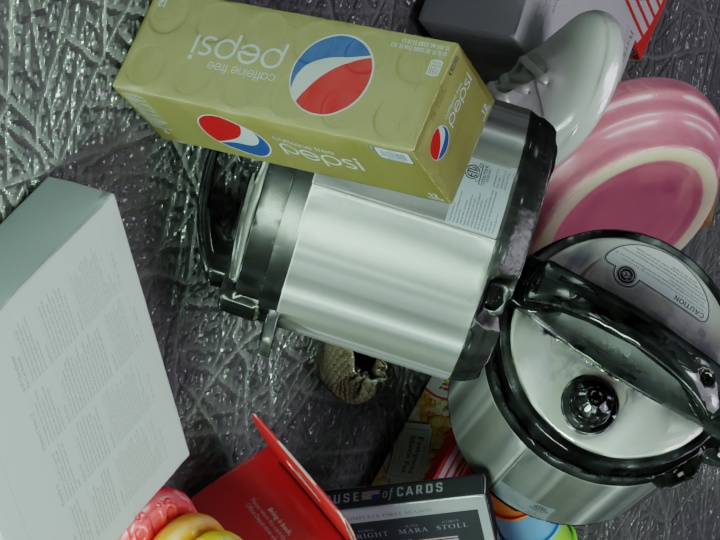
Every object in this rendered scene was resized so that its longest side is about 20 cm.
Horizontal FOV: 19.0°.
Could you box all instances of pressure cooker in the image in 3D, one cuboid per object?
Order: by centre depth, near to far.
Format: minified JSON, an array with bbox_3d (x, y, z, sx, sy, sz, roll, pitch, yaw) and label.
[{"bbox_3d":[0.004,-0.041,1.292,0.176,0.199,0.179,-75,-178,-55],"label":"pressure cooker"},{"bbox_3d":[0.160,0.071,1.435,0.200,0.175,0.179,115,-35,-68],"label":"pressure cooker"}]

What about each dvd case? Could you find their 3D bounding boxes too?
[{"bbox_3d":[0.029,0.223,1.509,0.025,0.150,0.200,-89,168,-46],"label":"dvd case"}]

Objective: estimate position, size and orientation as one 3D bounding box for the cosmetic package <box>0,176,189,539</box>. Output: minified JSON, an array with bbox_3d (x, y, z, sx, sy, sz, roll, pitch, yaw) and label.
[{"bbox_3d":[-0.173,0.074,1.169,0.151,0.052,0.201,-52,144,-39],"label":"cosmetic package"}]

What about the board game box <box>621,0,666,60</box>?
[{"bbox_3d":[0.202,-0.282,1.672,0.152,0.046,0.200,-66,150,-17],"label":"board game box"}]

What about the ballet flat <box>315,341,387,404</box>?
[{"bbox_3d":[0.000,0.000,1.429,0.067,0.046,0.201,-9,117,-26],"label":"ballet flat"}]

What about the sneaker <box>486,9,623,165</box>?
[{"bbox_3d":[0.092,-0.102,1.440,0.088,0.075,0.200,32,105,-31],"label":"sneaker"}]

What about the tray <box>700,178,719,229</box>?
[{"bbox_3d":[0.178,-0.048,1.621,0.199,0.037,0.099,-19,143,-17],"label":"tray"}]

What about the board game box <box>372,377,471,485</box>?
[{"bbox_3d":[0.076,0.153,1.637,0.200,0.046,0.152,-60,147,-26],"label":"board game box"}]

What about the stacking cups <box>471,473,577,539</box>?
[{"bbox_3d":[0.125,0.177,1.606,0.061,0.060,0.200,-59,147,-27],"label":"stacking cups"}]

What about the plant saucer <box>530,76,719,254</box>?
[{"bbox_3d":[0.180,-0.049,1.548,0.200,0.051,0.201,-19,142,-15],"label":"plant saucer"}]

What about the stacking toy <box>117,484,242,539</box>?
[{"bbox_3d":[-0.074,0.197,1.247,0.110,0.199,0.116,-47,140,-40],"label":"stacking toy"}]

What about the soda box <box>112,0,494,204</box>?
[{"bbox_3d":[-0.033,-0.098,1.180,0.068,0.199,0.064,-67,150,-16],"label":"soda box"}]

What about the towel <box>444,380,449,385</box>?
[{"bbox_3d":[0.059,0.011,1.527,0.086,0.018,0.200,-57,130,-27],"label":"towel"}]

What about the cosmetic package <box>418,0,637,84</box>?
[{"bbox_3d":[0.125,-0.177,1.548,0.200,0.081,0.113,40,68,-59],"label":"cosmetic package"}]

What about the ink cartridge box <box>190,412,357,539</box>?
[{"bbox_3d":[-0.041,0.196,1.366,0.067,0.116,0.200,-33,139,-14],"label":"ink cartridge box"}]
